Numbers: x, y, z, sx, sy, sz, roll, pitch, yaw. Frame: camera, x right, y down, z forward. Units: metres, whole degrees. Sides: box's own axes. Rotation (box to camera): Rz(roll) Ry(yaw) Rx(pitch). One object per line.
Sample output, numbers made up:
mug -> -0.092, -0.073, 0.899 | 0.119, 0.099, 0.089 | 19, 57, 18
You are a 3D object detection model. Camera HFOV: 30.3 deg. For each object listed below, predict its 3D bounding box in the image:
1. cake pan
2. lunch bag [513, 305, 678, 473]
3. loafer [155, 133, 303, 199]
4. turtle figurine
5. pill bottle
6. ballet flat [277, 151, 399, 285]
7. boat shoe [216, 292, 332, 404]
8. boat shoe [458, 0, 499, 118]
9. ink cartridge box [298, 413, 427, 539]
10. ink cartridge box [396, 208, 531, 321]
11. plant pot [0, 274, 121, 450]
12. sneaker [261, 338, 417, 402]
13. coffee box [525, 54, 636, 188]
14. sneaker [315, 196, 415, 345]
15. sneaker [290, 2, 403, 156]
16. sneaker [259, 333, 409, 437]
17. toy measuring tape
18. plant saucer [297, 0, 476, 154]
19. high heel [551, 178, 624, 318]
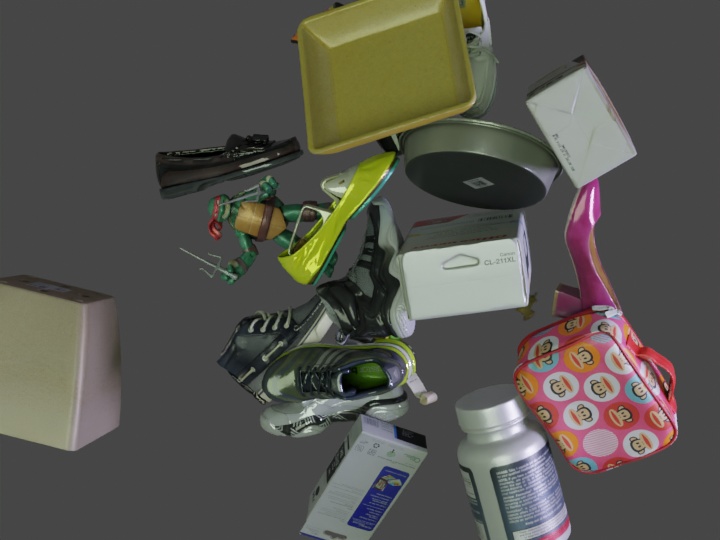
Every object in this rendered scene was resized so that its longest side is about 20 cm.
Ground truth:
cake pan -> 0.139, -0.121, 1.573 | 0.198, 0.201, 0.037 | 10, 73, 7
lunch bag -> 0.302, 0.145, 1.640 | 0.175, 0.082, 0.201 | -25, 113, 26
loafer -> -0.171, -0.143, 1.682 | 0.198, 0.072, 0.064 | -16, 96, 16
turtle figurine -> -0.121, -0.061, 1.677 | 0.197, 0.101, 0.151 | 11, 120, -9
pill bottle -> 0.189, 0.254, 1.691 | 0.118, 0.120, 0.202 | -13, 101, 12
ballet flat -> -0.033, -0.074, 1.614 | 0.067, 0.067, 0.201 | 33, 103, -8
boat shoe -> -0.104, 0.076, 1.717 | 0.092, 0.075, 0.201 | 35, 107, -8
boat shoe -> 0.127, -0.279, 1.589 | 0.074, 0.086, 0.205 | 0, 103, 10
ink cartridge box -> 0.001, 0.280, 1.740 | 0.099, 0.039, 0.201 | 20, 121, -18
ink cartridge box -> 0.128, -0.010, 1.594 | 0.144, 0.200, 0.084 | -7, 102, 11
plant pot -> -0.414, 0.108, 1.726 | 0.198, 0.200, 0.179 | 14, 95, 6
sneaker -> -0.034, 0.128, 1.640 | 0.198, 0.081, 0.075 | -12, 97, 17
coffee box -> 0.252, -0.176, 1.534 | 0.079, 0.200, 0.115 | -30, 98, 14
sneaker -> 0.000, 0.000, 1.631 | 0.112, 0.202, 0.076 | -13, 145, 8
sneaker -> -0.013, -0.223, 1.640 | 0.089, 0.070, 0.202 | -25, 94, 20
sneaker -> -0.040, 0.145, 1.728 | 0.197, 0.075, 0.116 | -9, 101, 6
toy measuring tape -> 0.052, 0.069, 1.676 | 0.073, 0.073, 0.201 | -36, 73, 16
plant saucer -> 0.032, -0.228, 1.528 | 0.198, 0.049, 0.202 | -16, 57, 14
high heel -> 0.295, -0.019, 1.629 | 0.095, 0.067, 0.202 | 13, 110, 16
